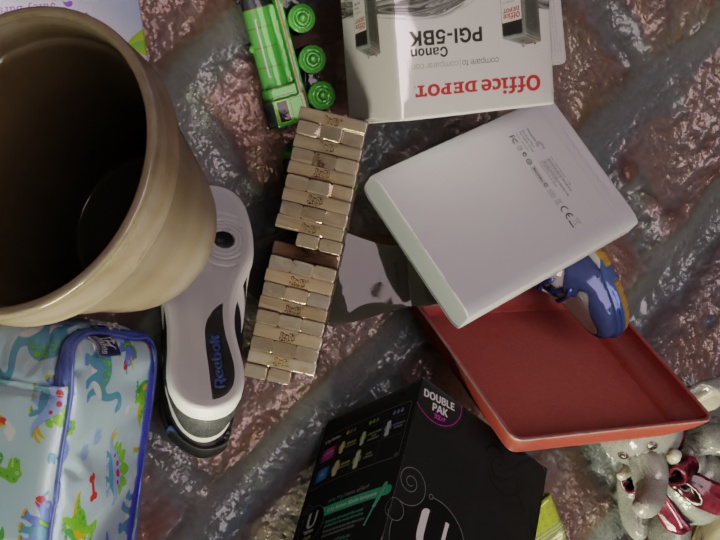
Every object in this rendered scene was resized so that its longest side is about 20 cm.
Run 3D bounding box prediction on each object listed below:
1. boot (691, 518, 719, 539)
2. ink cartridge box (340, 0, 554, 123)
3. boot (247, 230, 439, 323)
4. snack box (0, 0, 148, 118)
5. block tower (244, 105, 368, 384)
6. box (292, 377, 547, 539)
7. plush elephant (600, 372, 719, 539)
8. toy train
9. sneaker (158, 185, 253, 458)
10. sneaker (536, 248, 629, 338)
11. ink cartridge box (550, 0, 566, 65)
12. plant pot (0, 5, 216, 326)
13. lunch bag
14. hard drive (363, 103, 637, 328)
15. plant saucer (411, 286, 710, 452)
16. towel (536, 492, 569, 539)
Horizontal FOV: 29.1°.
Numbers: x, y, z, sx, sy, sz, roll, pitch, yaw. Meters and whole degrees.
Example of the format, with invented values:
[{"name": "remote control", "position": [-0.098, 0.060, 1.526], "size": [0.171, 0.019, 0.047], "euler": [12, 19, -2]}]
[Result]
[{"name": "boot", "position": [0.355, 0.255, 1.251], "size": [0.073, 0.155, 0.201], "euler": [42, 72, -22]}, {"name": "ink cartridge box", "position": [0.064, -0.217, 1.042], "size": [0.145, 0.083, 0.202], "euler": [-10, 101, -28]}, {"name": "boot", "position": [0.000, 0.000, 1.111], "size": [0.198, 0.075, 0.074], "euler": [0, 98, -10]}, {"name": "snack box", "position": [-0.254, -0.177, 0.970], "size": [0.198, 0.053, 0.144], "euler": [-12, 98, -27]}, {"name": "block tower", "position": [-0.040, -0.017, 1.043], "size": [0.053, 0.058, 0.202], "euler": [13, 92, 0]}, {"name": "box", "position": [0.039, 0.214, 1.058], "size": [0.148, 0.124, 0.201], "euler": [38, 47, -23]}, {"name": "plush elephant", "position": [0.266, 0.166, 1.204], "size": [0.154, 0.164, 0.202], "euler": [21, 52, -40]}, {"name": "toy train", "position": [-0.052, -0.142, 1.089], "size": [0.056, 0.042, 0.202], "euler": [-18, 100, -16]}, {"name": "sneaker", "position": [-0.124, 0.044, 1.040], "size": [0.072, 0.112, 0.202], "euler": [6, 54, -10]}, {"name": "sneaker", "position": [0.139, -0.013, 1.158], "size": [0.088, 0.075, 0.201], "euler": [-34, 80, -22]}, {"name": "ink cartridge box", "position": [0.066, -0.215, 1.133], "size": [0.198, 0.068, 0.116], "euler": [-10, 97, -28]}, {"name": "plant pot", "position": [-0.185, -0.048, 0.923], "size": [0.173, 0.198, 0.202], "euler": [37, 70, -65]}, {"name": "lunch bag", "position": [-0.203, 0.132, 0.952], "size": [0.082, 0.161, 0.202], "euler": [7, 86, 14]}, {"name": "hard drive", "position": [0.114, -0.051, 1.096], "size": [0.199, 0.027, 0.132], "euler": [-26, 76, -34]}, {"name": "plant saucer", "position": [0.154, 0.077, 1.138], "size": [0.198, 0.200, 0.037], "euler": [-2, 126, -29]}, {"name": "towel", "position": [0.152, 0.313, 1.218], "size": [0.143, 0.023, 0.202], "euler": [-30, 105, -24]}]
